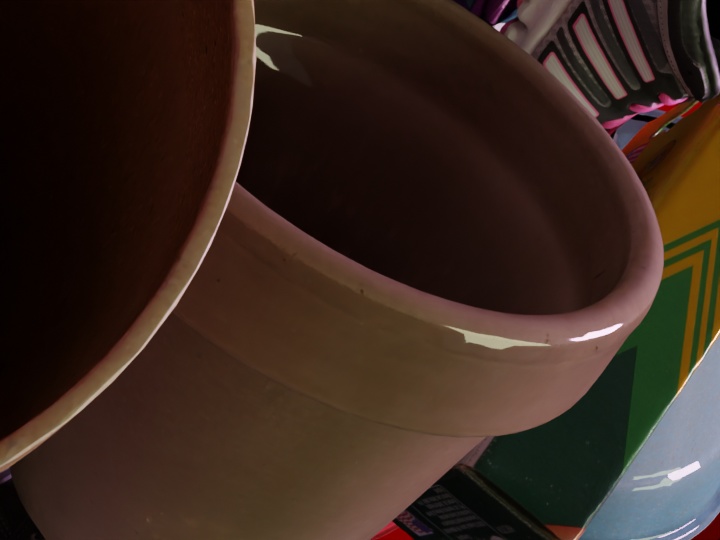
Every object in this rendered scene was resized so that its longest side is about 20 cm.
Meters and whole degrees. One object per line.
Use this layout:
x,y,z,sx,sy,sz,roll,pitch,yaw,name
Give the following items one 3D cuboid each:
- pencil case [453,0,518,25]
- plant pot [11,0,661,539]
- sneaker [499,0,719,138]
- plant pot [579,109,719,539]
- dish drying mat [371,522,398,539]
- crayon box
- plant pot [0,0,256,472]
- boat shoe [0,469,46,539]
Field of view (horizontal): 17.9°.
0.057,-0.133,0.890,0.085,0.092,0.200,-60,162,24,pencil case
-0.030,0.013,0.737,0.200,0.200,0.175,-30,157,-56,plant pot
0.103,-0.079,0.800,0.074,0.087,0.200,-37,159,-42,sneaker
0.139,0.025,1.300,0.200,0.200,0.197,-39,150,-44,plant pot
-0.042,0.067,0.908,0.199,0.018,0.077,22,138,-41,dish drying mat
0.093,0.017,0.856,0.200,0.051,0.127,-53,-174,-17,crayon box
-0.129,-0.014,0.479,0.186,0.186,0.200,-48,176,-22,plant pot
-0.106,0.096,0.930,0.070,0.066,0.200,-58,164,14,boat shoe
